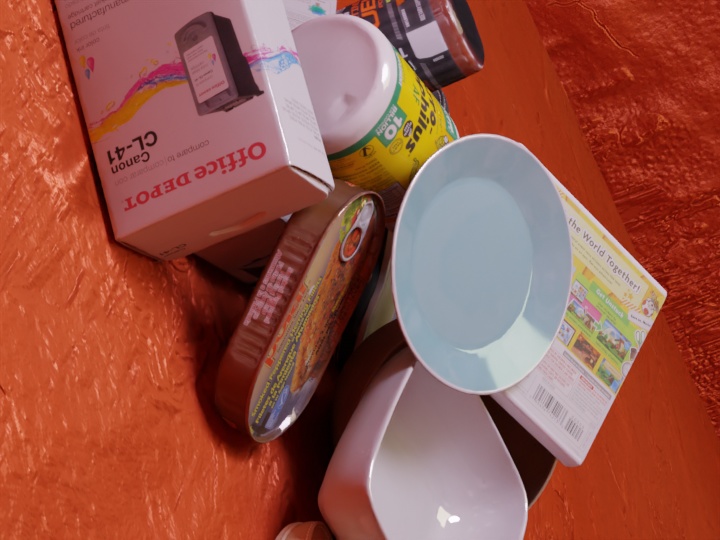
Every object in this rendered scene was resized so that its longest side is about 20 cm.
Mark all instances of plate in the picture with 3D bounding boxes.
[{"bbox_3d":[0.090,-0.005,1.404,0.199,0.026,0.201,-1,91,-41],"label":"plate"}]

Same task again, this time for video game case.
[{"bbox_3d":[0.149,0.028,1.483,0.200,0.023,0.182,43,62,-22],"label":"video game case"}]

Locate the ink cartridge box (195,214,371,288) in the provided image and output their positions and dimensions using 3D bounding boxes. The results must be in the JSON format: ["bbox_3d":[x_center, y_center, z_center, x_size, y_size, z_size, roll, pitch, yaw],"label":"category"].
[{"bbox_3d":[-0.077,-0.069,1.467,0.200,0.086,0.147,32,39,-62],"label":"ink cartridge box"}]

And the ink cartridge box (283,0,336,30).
[{"bbox_3d":[-0.083,-0.199,1.577,0.119,0.042,0.200,17,33,-11],"label":"ink cartridge box"}]

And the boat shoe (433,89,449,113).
[{"bbox_3d":[0.041,-0.132,1.740,0.200,0.074,0.061,-56,161,-46],"label":"boat shoe"}]

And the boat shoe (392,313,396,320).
[{"bbox_3d":[0.038,0.076,1.679,0.200,0.074,0.093,52,16,-48],"label":"boat shoe"}]

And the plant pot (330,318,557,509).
[{"bbox_3d":[0.054,0.119,1.536,0.201,0.200,0.134,62,-16,-22],"label":"plant pot"}]

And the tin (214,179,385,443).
[{"bbox_3d":[-0.044,0.028,1.329,0.201,0.042,0.112,-64,162,-3],"label":"tin"}]

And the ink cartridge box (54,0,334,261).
[{"bbox_3d":[-0.119,-0.128,1.291,0.086,0.147,0.201,28,42,-65],"label":"ink cartridge box"}]

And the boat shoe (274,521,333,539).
[{"bbox_3d":[-0.025,0.243,1.274,0.074,0.069,0.200,59,17,-27],"label":"boat shoe"}]

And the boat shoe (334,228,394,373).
[{"bbox_3d":[-0.001,0.001,1.584,0.075,0.066,0.200,-43,151,-58],"label":"boat shoe"}]

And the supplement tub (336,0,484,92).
[{"bbox_3d":[0.008,-0.198,1.700,0.107,0.199,0.107,59,17,-30],"label":"supplement tub"}]

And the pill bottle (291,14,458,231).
[{"bbox_3d":[0.011,-0.103,1.413,0.200,0.112,0.113,44,29,-55],"label":"pill bottle"}]

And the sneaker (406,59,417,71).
[{"bbox_3d":[0.047,-0.100,1.627,0.201,0.073,0.118,58,33,-18],"label":"sneaker"}]

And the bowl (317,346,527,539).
[{"bbox_3d":[0.042,0.177,1.387,0.200,0.074,0.200,60,33,-25],"label":"bowl"}]
